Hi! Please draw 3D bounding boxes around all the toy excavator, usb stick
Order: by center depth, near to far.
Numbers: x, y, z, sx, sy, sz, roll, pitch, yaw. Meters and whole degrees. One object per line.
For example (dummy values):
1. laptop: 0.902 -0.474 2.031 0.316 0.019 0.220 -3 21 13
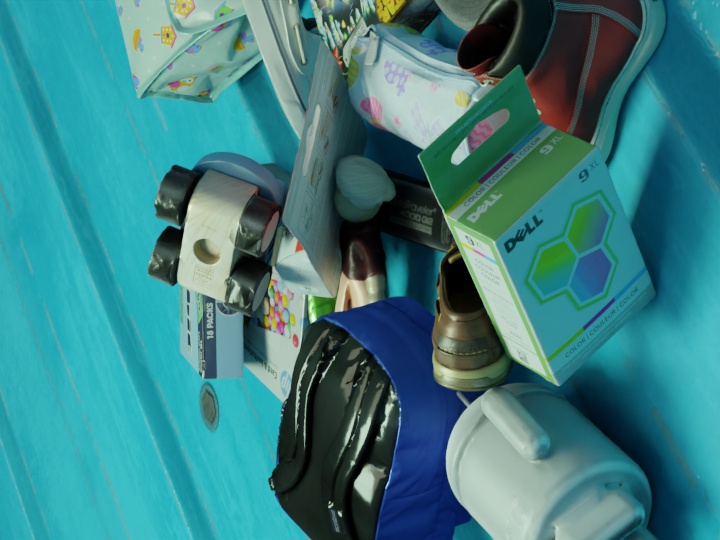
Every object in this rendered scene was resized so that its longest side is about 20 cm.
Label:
1. usb stick: 0.052 -0.049 1.632 0.200 0.032 0.056 21 108 59
2. toy excavator: -0.103 -0.038 1.699 0.099 0.200 0.195 20 128 10

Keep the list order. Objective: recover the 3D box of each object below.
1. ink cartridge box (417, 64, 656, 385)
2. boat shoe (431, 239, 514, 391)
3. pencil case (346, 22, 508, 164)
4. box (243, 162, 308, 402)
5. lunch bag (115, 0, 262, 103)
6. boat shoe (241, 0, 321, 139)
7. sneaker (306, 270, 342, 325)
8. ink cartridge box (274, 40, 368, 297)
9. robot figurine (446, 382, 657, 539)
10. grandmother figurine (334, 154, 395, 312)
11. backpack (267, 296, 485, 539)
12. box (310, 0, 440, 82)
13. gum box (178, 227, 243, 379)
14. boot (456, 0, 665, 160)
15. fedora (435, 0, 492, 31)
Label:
1. ink cartridge box: 0.124 -0.028 1.325 0.059 0.104 0.201 29 154 47
2. boat shoe: 0.093 0.007 1.448 0.201 0.071 0.068 -73 -20 -55
3. pencil case: 0.066 -0.138 1.529 0.200 0.083 0.091 34 147 54
4. box: -0.074 0.015 1.875 0.156 0.041 0.201 38 130 54
5. lunch bag: -0.152 -0.280 1.874 0.200 0.121 0.171 -37 61 48
6. boat shoe: -0.061 -0.210 1.766 0.072 0.065 0.201 -112 1 -71
7. sneaker: -0.026 0.054 1.757 0.084 0.076 0.202 18 108 62
8. ink cartridge box: -0.045 -0.083 1.628 0.200 0.047 0.161 58 -138 -68
9. robot figurine: 0.137 0.157 1.431 0.200 0.113 0.170 43 162 51
10. grandmother figurine: 0.000 0.000 1.645 0.121 0.060 0.201 -139 45 -61
11. backpack: 0.024 0.121 1.573 0.162 0.167 0.201 35 130 39
12. box: 0.015 -0.260 1.645 0.200 0.040 0.138 -44 59 57
13. gum box: -0.152 0.012 1.950 0.200 0.044 0.171 -157 66 -78
14. boot: 0.117 -0.122 1.376 0.073 0.143 0.201 60 145 36
15. fedora: 0.111 -0.266 1.409 0.200 0.090 0.178 -134 46 -58
